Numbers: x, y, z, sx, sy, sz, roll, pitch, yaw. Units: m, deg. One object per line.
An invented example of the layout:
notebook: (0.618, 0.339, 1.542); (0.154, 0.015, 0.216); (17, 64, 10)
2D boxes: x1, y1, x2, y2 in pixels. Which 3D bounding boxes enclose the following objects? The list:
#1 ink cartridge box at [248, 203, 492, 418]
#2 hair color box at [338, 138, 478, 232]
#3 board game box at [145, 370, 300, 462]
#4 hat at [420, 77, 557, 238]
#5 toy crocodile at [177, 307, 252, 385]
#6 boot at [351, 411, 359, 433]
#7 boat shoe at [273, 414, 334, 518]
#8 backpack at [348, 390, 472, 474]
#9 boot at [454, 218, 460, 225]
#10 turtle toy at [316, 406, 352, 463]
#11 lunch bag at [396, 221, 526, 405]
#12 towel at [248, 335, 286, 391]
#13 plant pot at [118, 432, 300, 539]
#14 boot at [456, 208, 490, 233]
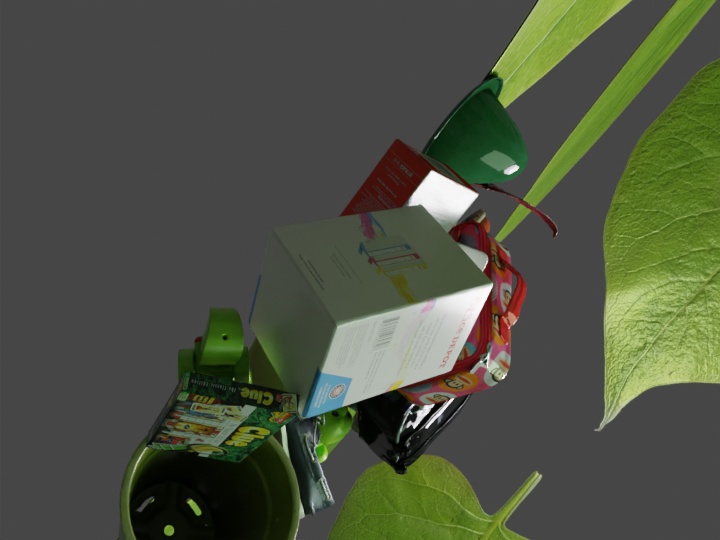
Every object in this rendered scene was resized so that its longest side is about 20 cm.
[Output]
ink cartridge box: (0.016, 0.031, 0.691); (0.199, 0.125, 0.129); (-12, 138, -33)
hair color box: (0.026, -0.036, 0.797); (0.200, 0.064, 0.111); (-53, 147, 16)
board game box: (-0.139, 0.147, 0.694); (0.200, 0.104, 0.024); (132, -34, -55)
hat: (0.189, -0.122, 0.896); (0.200, 0.176, 0.166); (-34, 161, -50)
toy crocodile: (-0.140, 0.097, 0.706); (0.067, 0.062, 0.200); (-2, 156, -10)
boot: (0.042, 0.158, 1.206); (0.175, 0.066, 0.201); (-50, -160, 55)
boat shoe: (-0.074, 0.206, 0.886); (0.062, 0.201, 0.075); (-14, -175, -16)
backpack: (0.077, 0.147, 0.969); (0.200, 0.151, 0.178); (-38, 152, -20)
boot: (0.089, -0.034, 1.036); (0.200, 0.070, 0.146); (-57, 177, -1)
turtle toy: (-0.107, 0.225, 0.977); (0.199, 0.102, 0.146); (-11, -155, 0)
lunch bag: (0.109, 0.047, 0.834); (0.176, 0.082, 0.201); (-22, -134, 34)
towel: (-0.114, 0.130, 0.838); (0.018, 0.086, 0.200); (-13, 145, -43)
plant pot: (-0.200, 0.287, 0.838); (0.200, 0.200, 0.190); (-38, 176, -42)
boot: (0.153, 0.009, 1.070); (0.200, 0.107, 0.075); (-59, -172, -10)
